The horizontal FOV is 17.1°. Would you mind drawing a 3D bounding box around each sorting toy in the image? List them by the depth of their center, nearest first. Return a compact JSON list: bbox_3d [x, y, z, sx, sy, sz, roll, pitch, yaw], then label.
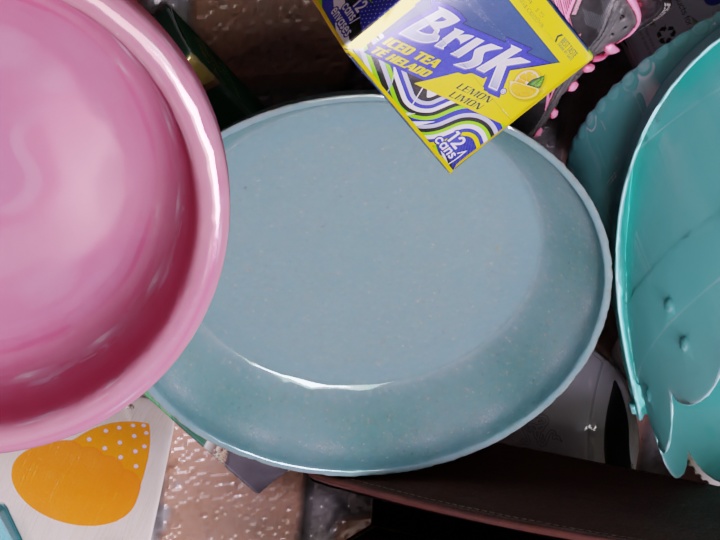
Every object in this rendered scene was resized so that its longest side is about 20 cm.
[{"bbox_3d":[-0.190,0.147,1.047,0.179,0.107,0.201,12,120,-4],"label":"sorting toy"}]

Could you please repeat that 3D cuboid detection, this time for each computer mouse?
[{"bbox_3d":[0.092,0.121,1.120,0.044,0.109,0.201,-44,135,-43],"label":"computer mouse"}]

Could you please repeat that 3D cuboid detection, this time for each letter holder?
[{"bbox_3d":[0.061,0.142,0.995,0.142,0.199,0.101,-19,115,-58],"label":"letter holder"}]

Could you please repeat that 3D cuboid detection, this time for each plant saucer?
[{"bbox_3d":[-0.146,-0.031,0.870,0.199,0.051,0.202,-1,115,-3],"label":"plant saucer"},{"bbox_3d":[0.000,0.000,0.957,0.198,0.036,0.201,-2,132,-2],"label":"plant saucer"}]

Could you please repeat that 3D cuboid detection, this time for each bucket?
[{"bbox_3d":[0.189,-0.020,0.984,0.206,0.135,0.208,-20,156,-9],"label":"bucket"}]

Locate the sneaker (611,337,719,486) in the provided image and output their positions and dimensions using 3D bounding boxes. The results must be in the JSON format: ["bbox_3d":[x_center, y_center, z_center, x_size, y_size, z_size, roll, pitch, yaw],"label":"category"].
[{"bbox_3d":[0.211,0.051,1.118,0.130,0.080,0.199,-44,124,9],"label":"sneaker"}]

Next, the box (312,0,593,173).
[{"bbox_3d":[0.008,-0.122,0.850,0.064,0.200,0.070,-38,126,8],"label":"box"}]

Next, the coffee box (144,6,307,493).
[{"bbox_3d":[-0.061,-0.002,1.005,0.123,0.044,0.200,-37,127,8],"label":"coffee box"}]

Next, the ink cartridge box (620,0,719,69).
[{"bbox_3d":[0.195,-0.145,1.005,0.199,0.037,0.095,-29,127,4],"label":"ink cartridge box"}]

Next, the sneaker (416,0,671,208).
[{"bbox_3d":[0.074,-0.096,0.957,0.095,0.079,0.201,8,123,-4],"label":"sneaker"}]
